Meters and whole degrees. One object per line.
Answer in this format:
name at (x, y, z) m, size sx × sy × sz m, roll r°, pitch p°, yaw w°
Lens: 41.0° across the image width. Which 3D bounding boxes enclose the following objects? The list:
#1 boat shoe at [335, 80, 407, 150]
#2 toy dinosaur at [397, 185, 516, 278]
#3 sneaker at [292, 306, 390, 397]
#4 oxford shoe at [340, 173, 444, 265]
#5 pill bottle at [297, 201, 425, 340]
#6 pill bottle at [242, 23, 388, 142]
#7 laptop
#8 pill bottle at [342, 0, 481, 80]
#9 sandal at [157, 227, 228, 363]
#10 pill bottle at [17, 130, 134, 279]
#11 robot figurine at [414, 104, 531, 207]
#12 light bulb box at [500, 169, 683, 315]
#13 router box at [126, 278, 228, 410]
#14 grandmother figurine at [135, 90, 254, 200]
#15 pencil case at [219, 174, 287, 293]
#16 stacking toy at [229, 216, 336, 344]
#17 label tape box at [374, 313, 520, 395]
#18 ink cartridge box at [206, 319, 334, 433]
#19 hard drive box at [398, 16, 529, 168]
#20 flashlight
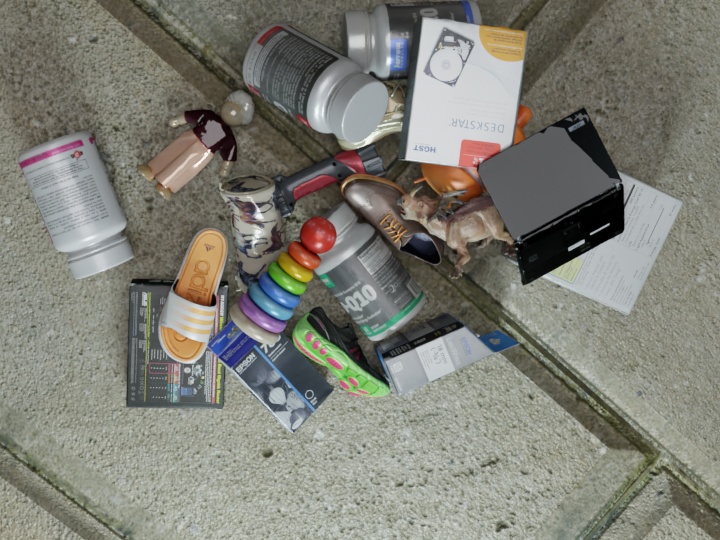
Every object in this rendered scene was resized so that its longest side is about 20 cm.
boat shoe at (0.049, -0.249, 1.449) m, size 0.200 × 0.072 × 0.065 m, roll -21°, pitch 126°, yaw 9°
toy dinosaur at (0.167, -0.079, 1.444) m, size 0.200 × 0.086 × 0.136 m, roll -18°, pitch 118°, yaw -15°
sneaker at (-0.017, 0.130, 1.519) m, size 0.200 × 0.077 × 0.084 m, roll 45°, pitch 52°, yaw -26°
oxford shoe at (0.055, -0.078, 1.479) m, size 0.200 × 0.073 × 0.071 m, roll 31°, pitch 116°, yaw -23°
pill bottle at (0.000, 0.000, 1.489) m, size 0.113 × 0.113 × 0.200 m, roll -39°, pitch 99°, yaw 0°
pill bottle at (-0.065, -0.270, 1.400) m, size 0.200 × 0.114 × 0.114 m, roll 34°, pitch 93°, yaw 28°
laptop at (0.279, -0.100, 1.393) m, size 0.177 × 0.200 × 0.103 m, roll -28°, pitch 57°, yaw -1°
pill bottle at (0.075, -0.345, 1.452) m, size 0.200 × 0.114 × 0.114 m, roll -4°, pitch 98°, yaw -6°
sandal at (-0.249, 0.036, 1.429) m, size 0.079 × 0.059 × 0.207 m, roll 14°, pitch 90°, yaw -8°
pill bottle at (-0.417, -0.096, 1.430) m, size 0.113 × 0.113 × 0.200 m, roll -21°, pitch 99°, yaw -3°
robot figurine at (0.171, -0.190, 1.482) m, size 0.117 × 0.144 × 0.200 m, roll 40°, pitch 92°, yaw 22°
light bulb box at (0.358, -0.065, 1.514) m, size 0.200 × 0.125 × 0.198 m, roll 24°, pitch 95°, yaw -8°
router box at (-0.283, 0.113, 1.497) m, size 0.150 × 0.062 × 0.200 m, roll 3°, pitch 97°, yaw -7°
grandmother figurine at (-0.238, -0.194, 1.466) m, size 0.200 × 0.061 × 0.121 m, roll -43°, pitch 108°, yaw 3°
pencil case at (-0.158, -0.052, 1.448) m, size 0.089 × 0.078 × 0.200 m, roll -12°, pitch 123°, yaw -8°
stacking toy at (-0.103, 0.009, 1.411) m, size 0.085 × 0.085 × 0.200 m, roll 36°, pitch 101°, yaw -9°
label tape box at (0.129, 0.115, 1.503) m, size 0.200 × 0.144 × 0.063 m, roll -23°, pitch 97°, yaw -3°
ink cartridge box at (-0.137, 0.152, 1.497) m, size 0.099 × 0.039 × 0.200 m, roll -47°, pitch 114°, yaw -13°
hard drive box at (0.145, -0.248, 1.376) m, size 0.156 × 0.077 × 0.200 m, roll 5°, pitch 96°, yaw -6°
flashlight at (-0.060, -0.135, 1.492) m, size 0.200 × 0.068 × 0.068 m, roll -26°, pitch 143°, yaw 1°
